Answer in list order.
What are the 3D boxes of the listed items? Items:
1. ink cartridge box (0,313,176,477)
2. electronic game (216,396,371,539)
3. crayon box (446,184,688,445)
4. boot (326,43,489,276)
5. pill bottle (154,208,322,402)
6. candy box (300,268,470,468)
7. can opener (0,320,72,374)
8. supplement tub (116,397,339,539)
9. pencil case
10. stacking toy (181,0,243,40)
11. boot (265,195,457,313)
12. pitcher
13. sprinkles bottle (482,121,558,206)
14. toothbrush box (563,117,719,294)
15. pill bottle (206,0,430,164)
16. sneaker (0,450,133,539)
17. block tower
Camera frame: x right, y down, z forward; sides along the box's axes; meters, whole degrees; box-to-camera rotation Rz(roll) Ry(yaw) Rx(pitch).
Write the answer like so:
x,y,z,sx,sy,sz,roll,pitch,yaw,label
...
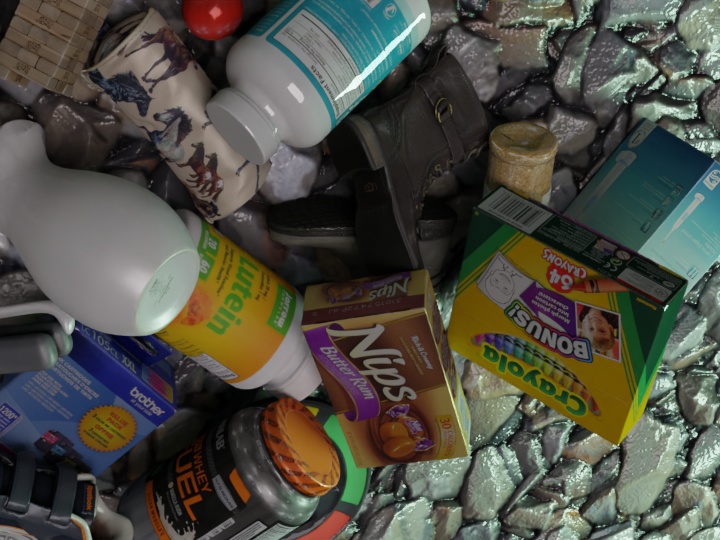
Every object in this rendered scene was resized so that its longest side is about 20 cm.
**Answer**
x,y,z,sx,sy,sz,roll,pitch,yaw,label
-0.263,0.112,1.185,0.200,0.077,0.136,-40,120,11,ink cartridge box
-0.083,0.220,1.334,0.198,0.042,0.202,-8,115,-17,electronic game
0.185,0.042,1.192,0.058,0.199,0.174,-36,146,-42,crayon box
0.065,-0.093,1.191,0.173,0.069,0.202,-31,111,-37,boot
-0.120,0.041,1.199,0.199,0.111,0.111,37,98,-29,pill bottle
0.028,0.095,1.188,0.115,0.057,0.201,-8,132,13,candy box
-0.349,0.056,1.112,0.198,0.053,0.068,-6,108,21,can opener
-0.124,0.213,1.219,0.199,0.123,0.123,-35,121,18,supplement tub
-0.160,-0.132,1.127,0.089,0.078,0.201,-26,122,18,pencil case
-0.125,-0.291,1.072,0.084,0.086,0.202,-10,121,-15,stacking toy
0.000,0.000,1.253,0.198,0.068,0.132,0,118,-19,boot
-0.246,-0.009,1.073,0.173,0.199,0.121,-61,160,4,pitcher
0.150,-0.045,1.259,0.067,0.068,0.202,-9,127,-15,sprinkles bottle
0.277,-0.034,1.286,0.085,0.147,0.200,37,97,-28,toothbrush box
-0.040,-0.183,1.099,0.200,0.110,0.111,-46,121,-16,pill bottle
-0.286,0.203,1.141,0.079,0.079,0.200,-26,134,23,sneaker
-0.229,-0.238,1.040,0.057,0.054,0.202,27,93,5,block tower
